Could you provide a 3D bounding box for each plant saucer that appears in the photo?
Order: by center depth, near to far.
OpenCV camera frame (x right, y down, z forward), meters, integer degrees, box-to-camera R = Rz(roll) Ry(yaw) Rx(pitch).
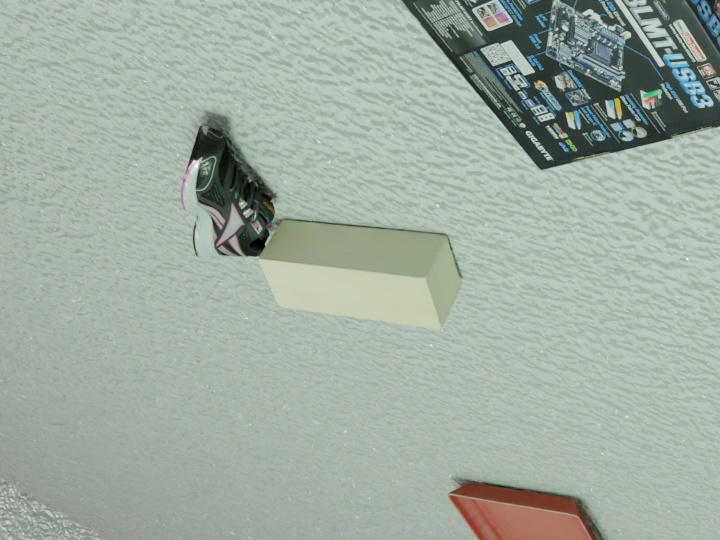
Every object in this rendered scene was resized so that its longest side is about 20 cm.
[{"bbox_3d":[0.247,0.365,1.585,0.198,0.037,0.200,3,143,34],"label":"plant saucer"}]

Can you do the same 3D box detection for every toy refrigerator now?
[{"bbox_3d":[0.000,0.000,1.178,0.198,0.070,0.076,6,138,29],"label":"toy refrigerator"}]

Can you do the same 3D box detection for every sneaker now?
[{"bbox_3d":[-0.131,-0.077,1.164,0.085,0.081,0.200,9,156,4],"label":"sneaker"}]

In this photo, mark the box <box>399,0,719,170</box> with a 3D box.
[{"bbox_3d":[0.161,-0.171,0.814,0.197,0.050,0.200,-13,132,45],"label":"box"}]
